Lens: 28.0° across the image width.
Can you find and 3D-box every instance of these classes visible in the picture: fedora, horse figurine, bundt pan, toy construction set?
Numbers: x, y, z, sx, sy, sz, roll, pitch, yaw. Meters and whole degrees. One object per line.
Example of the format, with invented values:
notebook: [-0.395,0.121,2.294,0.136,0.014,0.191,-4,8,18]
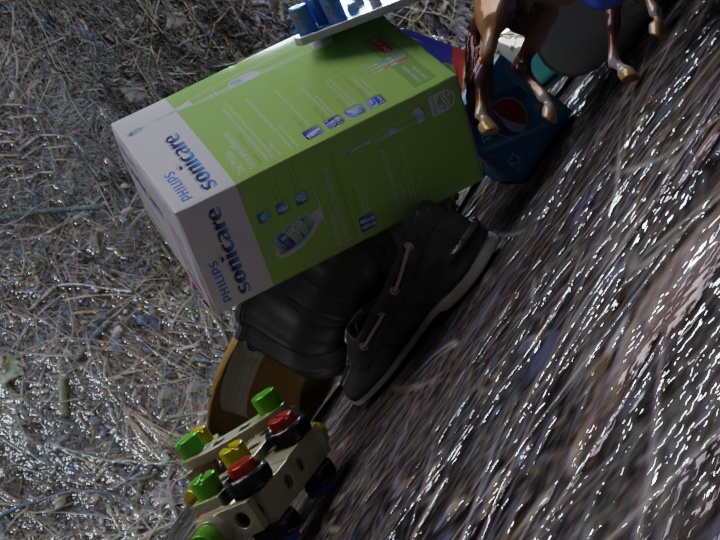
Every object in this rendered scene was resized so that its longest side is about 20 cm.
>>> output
fedora: [-0.071,0.093,1.373,0.201,0.081,0.201,-57,-14,-23]
horse figurine: [0.118,-0.158,0.849,0.200,0.050,0.133,-29,57,45]
bundt pan: [0.000,0.000,1.078,0.202,0.076,0.202,-45,-20,-21]
toy construction set: [-0.082,0.148,0.895,0.131,0.092,0.200,-26,25,27]

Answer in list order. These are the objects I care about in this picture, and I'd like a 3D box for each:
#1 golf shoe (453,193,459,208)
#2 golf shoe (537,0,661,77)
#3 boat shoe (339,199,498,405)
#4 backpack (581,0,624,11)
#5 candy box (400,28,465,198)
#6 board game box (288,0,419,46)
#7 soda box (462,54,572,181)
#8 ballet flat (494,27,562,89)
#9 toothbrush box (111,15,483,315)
golf shoe: [0.061,-0.085,1.427,0.201,0.088,0.077,-58,5,-24]
golf shoe: [0.174,-0.200,0.910,0.200,0.078,0.097,-55,8,27]
boat shoe: [0.025,0.020,0.973,0.200,0.057,0.067,-53,3,48]
backpack: [0.149,-0.242,0.715,0.168,0.162,0.200,-38,11,47]
candy box: [0.016,-0.113,1.354,0.200,0.077,0.170,163,117,-64]
board game box: [0.060,-0.228,0.992,0.199,0.026,0.200,-18,21,20]
soda box: [0.105,-0.112,1.101,0.064,0.068,0.200,-54,2,3]
ballet flat: [0.137,-0.170,1.246,0.067,0.070,0.200,-51,0,-38]
toothbrush box: [-0.043,-0.079,0.950,0.199,0.086,0.146,-27,36,-13]
